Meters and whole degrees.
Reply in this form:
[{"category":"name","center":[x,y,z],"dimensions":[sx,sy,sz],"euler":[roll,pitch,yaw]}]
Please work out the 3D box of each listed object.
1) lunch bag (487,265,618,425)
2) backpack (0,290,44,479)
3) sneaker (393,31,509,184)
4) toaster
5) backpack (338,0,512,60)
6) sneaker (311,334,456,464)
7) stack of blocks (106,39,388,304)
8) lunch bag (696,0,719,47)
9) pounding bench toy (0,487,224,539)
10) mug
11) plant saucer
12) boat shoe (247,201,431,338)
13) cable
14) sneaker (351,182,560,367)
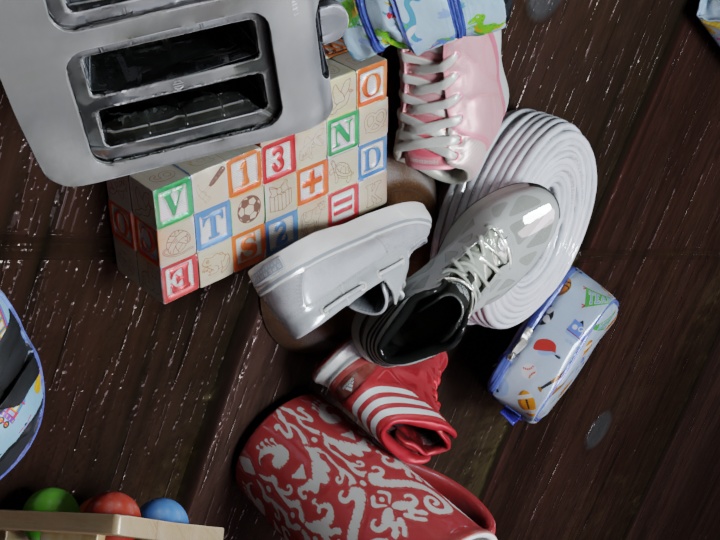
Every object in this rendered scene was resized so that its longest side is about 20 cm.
[{"category":"lunch bag","center":[0.188,0.082,1.244],"dimensions":[0.161,0.075,0.200],"euler":[-55,166,-1]},{"category":"backpack","center":[-0.275,0.073,0.646],"dimensions":[0.200,0.134,0.183],"euler":[-40,141,-24]},{"category":"sneaker","center":[0.060,-0.138,0.939],"dimensions":[0.105,0.075,0.200],"euler":[-66,153,-20]},{"category":"toaster","center":[-0.112,-0.158,0.626],"dimensions":[0.198,0.119,0.182],"euler":[-14,134,-8]},{"category":"backpack","center":[0.029,-0.216,0.752],"dimensions":[0.153,0.201,0.164],"euler":[-23,138,-9]},{"category":"sneaker","center":[0.043,0.115,1.068],"dimensions":[0.078,0.116,0.200],"euler":[-46,160,23]},{"category":"stack of blocks","center":[-0.073,-0.073,0.846],"dimensions":[0.199,0.058,0.116],"euler":[-27,131,-34]},{"category":"lunch bag","center":[0.453,-0.307,1.276],"dimensions":[0.169,0.127,0.201],"euler":[25,89,-58]},{"category":"pounding bench toy","center":[-0.215,0.234,0.871],"dimensions":[0.124,0.199,0.157],"euler":[28,62,-58]},{"category":"mug","center":[0.006,0.211,1.041],"dimensions":[0.134,0.200,0.177],"euler":[-52,149,3]},{"category":"plant saucer","center":[0.003,-0.013,1.017],"dimensions":[0.200,0.037,0.202],"euler":[-32,138,-33]},{"category":"boat shoe","center":[0.000,0.000,0.892],"dimensions":[0.072,0.069,0.200],"euler":[-28,177,28]},{"category":"cable","center":[0.137,-0.042,1.101],"dimensions":[0.201,0.069,0.200],"euler":[-58,151,-17]},{"category":"sneaker","center":[0.088,0.010,0.949],"dimensions":[0.200,0.115,0.076],"euler":[-40,102,-5]}]
